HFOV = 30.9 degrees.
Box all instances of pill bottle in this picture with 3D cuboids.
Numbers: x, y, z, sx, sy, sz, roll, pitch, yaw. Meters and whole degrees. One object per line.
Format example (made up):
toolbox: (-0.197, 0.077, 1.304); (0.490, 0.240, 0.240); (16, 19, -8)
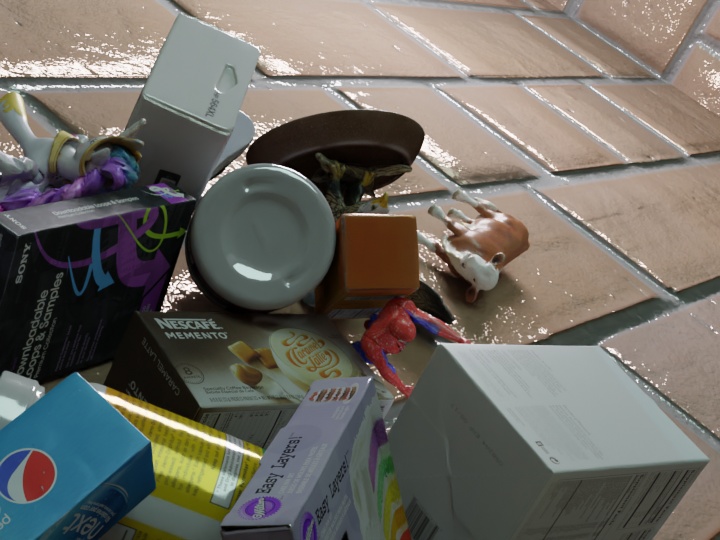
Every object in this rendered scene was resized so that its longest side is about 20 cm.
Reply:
pill bottle: (-0.093, -0.021, 1.136); (0.119, 0.120, 0.200); (25, -7, -7)
pill bottle: (-0.155, 0.141, 0.850); (0.199, 0.113, 0.113); (23, 25, -11)

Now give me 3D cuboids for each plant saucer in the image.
plant saucer: (-0.025, -0.120, 1.430); (0.200, 0.200, 0.035); (5, 68, -40)

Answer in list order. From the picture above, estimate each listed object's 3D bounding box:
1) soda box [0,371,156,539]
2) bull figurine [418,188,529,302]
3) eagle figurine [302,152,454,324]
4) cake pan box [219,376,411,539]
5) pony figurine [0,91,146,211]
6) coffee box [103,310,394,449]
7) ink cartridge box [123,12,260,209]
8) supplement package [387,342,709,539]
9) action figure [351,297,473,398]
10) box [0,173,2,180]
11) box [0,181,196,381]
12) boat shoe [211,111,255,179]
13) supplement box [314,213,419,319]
soda box: (-0.209, 0.151, 0.718); (0.068, 0.064, 0.200); (38, 61, 20)
bull figurine: (0.132, -0.032, 1.525); (0.121, 0.065, 0.200); (38, 26, 13)
eagle figurine: (0.001, -0.025, 1.348); (0.151, 0.151, 0.201); (-14, 68, 2)
cake pan box: (-0.018, 0.191, 0.827); (0.052, 0.185, 0.200); (-9, 18, 19)
pony figurine: (-0.276, -0.061, 1.053); (0.200, 0.193, 0.167); (16, -29, 47)
coffee box: (-0.088, 0.097, 1.038); (0.200, 0.080, 0.114); (4, 34, -43)
ink cartridge box: (-0.173, -0.107, 1.164); (0.084, 0.200, 0.146); (23, 39, -11)
supplement package: (0.143, 0.164, 1.066); (0.200, 0.151, 0.152); (4, 34, -41)
action figure: (0.041, 0.074, 1.124); (0.099, 0.065, 0.200); (37, -11, 2)
box: (-0.307, 0.043, 0.775); (0.104, 0.200, 0.182); (20, 27, -13)
box: (-0.216, 0.013, 0.991); (0.036, 0.143, 0.200); (32, 25, 24)
boat shoe: (-0.183, -0.105, 1.347); (0.069, 0.057, 0.200); (48, 45, 4)
supplement box: (0.000, 0.000, 1.141); (0.069, 0.067, 0.200); (-1, -8, -12)
